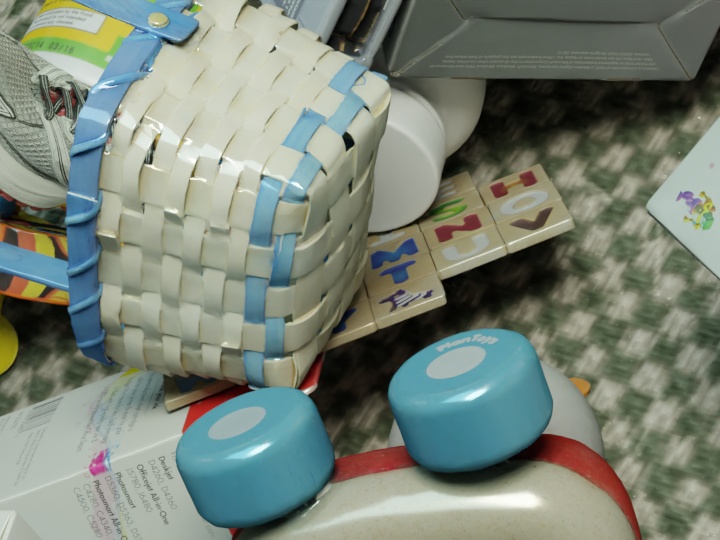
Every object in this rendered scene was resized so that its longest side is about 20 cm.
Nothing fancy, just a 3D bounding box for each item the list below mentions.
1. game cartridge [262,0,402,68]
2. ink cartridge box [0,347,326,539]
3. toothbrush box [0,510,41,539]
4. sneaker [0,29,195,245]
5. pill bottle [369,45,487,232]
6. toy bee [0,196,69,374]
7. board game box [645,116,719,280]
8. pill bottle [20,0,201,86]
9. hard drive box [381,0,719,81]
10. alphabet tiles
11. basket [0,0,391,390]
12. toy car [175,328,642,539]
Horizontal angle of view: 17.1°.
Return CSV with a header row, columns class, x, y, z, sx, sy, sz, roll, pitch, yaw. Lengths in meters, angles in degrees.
class,x,y,z,sx,sy,sz,roll,pitch,yaw
game cartridge,-0.003,-0.182,1.078,0.200,0.041,0.133,-63,28,28
ink cartridge box,-0.095,0.091,1.100,0.199,0.067,0.116,-20,18,12
toothbrush box,-0.172,0.184,1.009,0.146,0.200,0.086,-3,55,26
sneaker,-0.122,-0.066,1.166,0.082,0.200,0.078,-26,50,28
pill bottle,0.012,-0.119,1.195,0.111,0.111,0.200,-8,46,21
toy bee,-0.177,-0.001,1.227,0.200,0.108,0.131,-114,40,-57
board game box,0.224,0.032,0.955,0.064,0.147,0.200,-50,48,10
pill bottle,-0.102,-0.149,1.288,0.111,0.111,0.200,10,60,32
hard drive box,0.076,-0.189,1.147,0.155,0.077,0.200,-1,52,-17
alphabet tiles,0.000,0.000,1.127,0.199,0.008,0.167,-22,17,2
basket,-0.094,-0.043,1.031,0.199,0.177,0.139,19,46,9
toy car,0.037,0.098,1.024,0.176,0.185,0.200,-16,21,16
